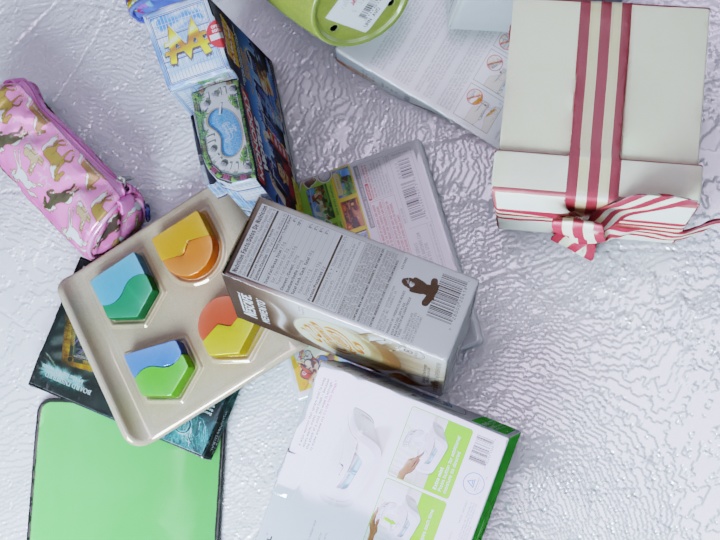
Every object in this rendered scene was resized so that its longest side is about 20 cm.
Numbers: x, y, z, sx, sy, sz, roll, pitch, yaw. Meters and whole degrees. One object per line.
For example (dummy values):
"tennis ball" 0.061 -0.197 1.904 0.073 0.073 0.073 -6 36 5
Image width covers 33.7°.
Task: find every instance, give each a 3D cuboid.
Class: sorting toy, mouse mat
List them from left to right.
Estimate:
"mouse mat" -0.225 0.205 1.133 0.199 0.008 0.162 0 80 15
"sorting toy" -0.167 0.037 1.102 0.199 0.036 0.186 -31 72 4

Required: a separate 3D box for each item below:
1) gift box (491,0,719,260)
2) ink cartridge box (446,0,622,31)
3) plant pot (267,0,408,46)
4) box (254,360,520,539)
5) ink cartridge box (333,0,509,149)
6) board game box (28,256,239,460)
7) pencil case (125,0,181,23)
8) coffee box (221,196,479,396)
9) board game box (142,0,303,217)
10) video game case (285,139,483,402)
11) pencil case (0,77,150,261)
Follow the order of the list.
"gift box" 0.209 -0.109 0.985 0.199 0.185 0.188 6 83 14
"ink cartridge box" 0.152 -0.322 1.065 0.144 0.085 0.201 2 77 -7
"plant pot" -0.036 -0.300 1.053 0.187 0.187 0.201 -32 57 7
"box" 0.018 0.200 1.016 0.176 0.097 0.201 20 90 15
"ink cartridge box" 0.099 -0.221 1.119 0.199 0.050 0.163 31 88 -1
"board game box" -0.207 0.082 1.135 0.199 0.028 0.136 20 82 17
"pencil case" -0.217 -0.342 1.188 0.087 0.078 0.201 -27 74 34
"coffee box" -0.007 0.024 1.013 0.199 0.114 0.080 21 70 9
"board game box" -0.119 -0.141 1.051 0.061 0.200 0.201 -17 67 10
"video game case" 0.000 0.000 1.105 0.181 0.023 0.201 -19 77 10
"pencil case" -0.297 -0.102 1.165 0.087 0.083 0.200 -44 72 -11
